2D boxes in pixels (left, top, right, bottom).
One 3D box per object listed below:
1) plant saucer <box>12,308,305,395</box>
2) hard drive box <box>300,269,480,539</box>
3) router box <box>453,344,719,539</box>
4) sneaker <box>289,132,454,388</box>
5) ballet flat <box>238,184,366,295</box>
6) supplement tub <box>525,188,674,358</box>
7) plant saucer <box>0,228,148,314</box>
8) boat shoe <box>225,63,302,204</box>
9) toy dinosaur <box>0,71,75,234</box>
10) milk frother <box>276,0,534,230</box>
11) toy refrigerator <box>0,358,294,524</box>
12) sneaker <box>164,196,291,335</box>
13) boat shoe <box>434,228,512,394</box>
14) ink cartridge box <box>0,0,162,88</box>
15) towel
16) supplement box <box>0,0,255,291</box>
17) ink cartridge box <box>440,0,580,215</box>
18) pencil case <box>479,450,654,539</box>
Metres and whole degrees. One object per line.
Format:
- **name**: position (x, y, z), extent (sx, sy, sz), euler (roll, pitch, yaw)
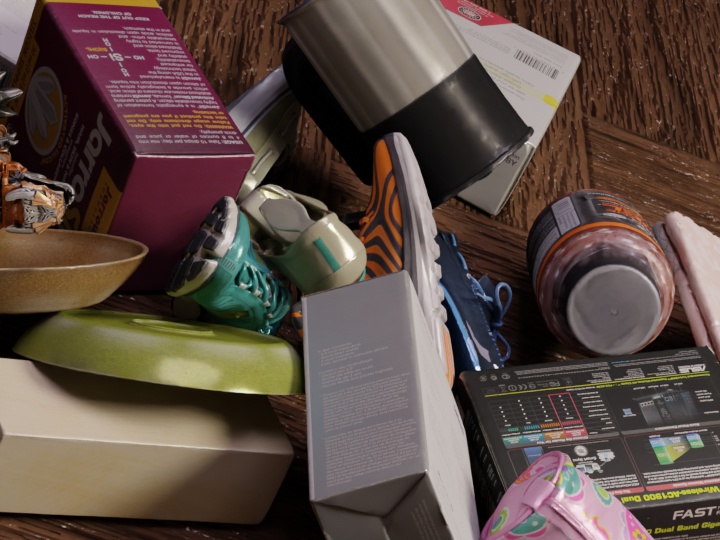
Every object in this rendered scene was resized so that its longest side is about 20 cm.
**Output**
- **plant saucer**: position (-0.125, 0.050, 1.379), extent (0.200, 0.031, 0.200), euler (9, 2, 0)
- **hard drive box**: position (0.022, 0.125, 1.357), extent (0.077, 0.156, 0.200), euler (-15, 35, 8)
- **router box**: position (0.179, 0.133, 1.496), extent (0.200, 0.062, 0.150), euler (-5, 41, -13)
- **sneaker**: position (0.000, 0.000, 1.527), extent (0.112, 0.078, 0.200), euler (-9, 71, 9)
- **ballet flat**: position (-0.053, -0.031, 1.503), extent (0.069, 0.070, 0.200), euler (10, 6, -24)
- **supplement tub**: position (0.187, 0.006, 1.646), extent (0.107, 0.107, 0.200), euler (23, 13, -6)
- **plant saucer**: position (-0.240, 0.000, 1.397), extent (0.200, 0.035, 0.200), euler (2, 9, 0)
- **boat shoe**: position (-0.084, -0.111, 1.718), extent (0.062, 0.072, 0.200), euler (51, 36, -8)
- **toy dinosaur**: position (-0.291, -0.073, 1.465), extent (0.200, 0.102, 0.136), euler (28, 31, 4)
- **milk frother**: position (-0.004, -0.119, 1.620), extent (0.188, 0.180, 0.200), euler (54, 39, -6)
- **toy refrigerator**: position (-0.152, 0.112, 1.342), extent (0.200, 0.070, 0.076), euler (7, 34, -31)
- **sneaker**: position (-0.083, 0.005, 1.452), extent (0.080, 0.078, 0.200), euler (29, -10, 4)
- **boat shoe**: position (0.079, 0.022, 1.613), extent (0.069, 0.084, 0.200), euler (-3, 44, -20)
- **ink cartridge box**: position (-0.260, -0.197, 1.714), extent (0.109, 0.050, 0.200), euler (34, 32, 12)
- **towel**: position (0.323, 0.061, 1.704), extent (0.200, 0.032, 0.191), euler (28, 35, -39)
- **supplement box**: position (-0.177, -0.096, 1.558), extent (0.103, 0.131, 0.200), euler (-1, 41, -35)
- **ink cartridge box**: position (0.097, -0.152, 1.873), extent (0.145, 0.083, 0.200), euler (28, 32, 3)
- **pencil case**: position (0.171, 0.208, 1.370), extent (0.200, 0.087, 0.087), euler (44, 32, -6)
